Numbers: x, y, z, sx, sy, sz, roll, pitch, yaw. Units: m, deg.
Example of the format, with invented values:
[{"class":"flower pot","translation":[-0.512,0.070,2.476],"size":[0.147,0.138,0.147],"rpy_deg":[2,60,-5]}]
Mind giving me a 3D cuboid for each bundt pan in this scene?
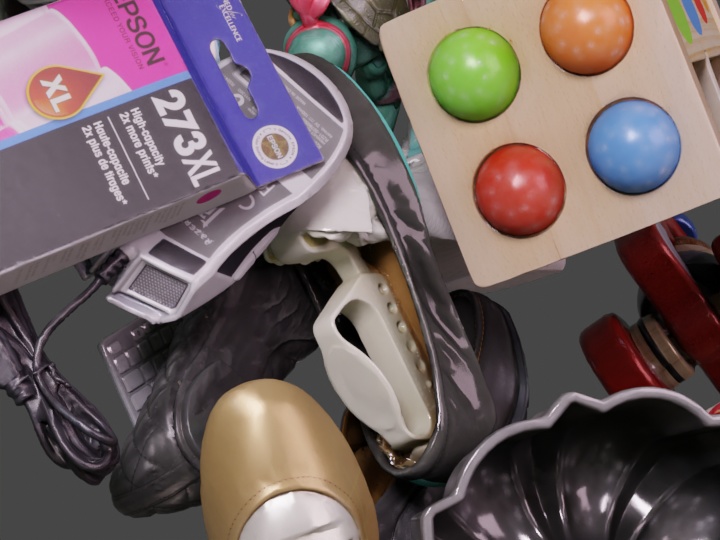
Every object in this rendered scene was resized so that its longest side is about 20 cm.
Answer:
[{"class":"bundt pan","translation":[0.100,0.148,0.992],"size":[0.202,0.076,0.202],"rpy_deg":[0,88,-15]}]

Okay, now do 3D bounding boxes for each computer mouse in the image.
[{"class":"computer mouse","translation":[-0.080,-0.012,0.957],"size":[0.110,0.044,0.200],"rpy_deg":[42,62,9]}]

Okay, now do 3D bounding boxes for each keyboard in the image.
[{"class":"keyboard","translation":[-0.050,0.023,1.069],"size":[0.200,0.011,0.056],"rpy_deg":[-34,97,-54]}]

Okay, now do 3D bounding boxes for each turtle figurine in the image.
[{"class":"turtle figurine","translation":[-0.016,-0.117,1.130],"size":[0.150,0.101,0.200],"rpy_deg":[59,28,-15]}]

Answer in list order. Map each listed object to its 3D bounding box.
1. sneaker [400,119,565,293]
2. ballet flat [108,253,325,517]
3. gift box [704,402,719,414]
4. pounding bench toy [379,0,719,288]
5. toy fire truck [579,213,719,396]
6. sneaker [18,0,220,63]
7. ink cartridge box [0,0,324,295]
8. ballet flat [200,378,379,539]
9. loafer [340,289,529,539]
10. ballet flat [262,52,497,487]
[{"class":"sneaker","translation":[0.035,-0.037,1.152],"size":[0.200,0.075,0.089],"rpy_deg":[7,69,-66]},{"class":"ballet flat","translation":[-0.059,0.031,1.016],"size":[0.066,0.057,0.200],"rpy_deg":[53,32,-16]},{"class":"gift box","translation":[0.175,0.157,1.128],"size":[0.200,0.184,0.187],"rpy_deg":[4,68,-58]},{"class":"pounding bench toy","translation":[0.086,-0.112,1.078],"size":[0.200,0.124,0.156],"rpy_deg":[68,19,0]},{"class":"toy fire truck","translation":[0.200,0.039,1.318],"size":[0.200,0.112,0.168],"rpy_deg":[50,12,-18]},{"class":"sneaker","translation":[-0.135,-0.141,1.016],"size":[0.081,0.076,0.200],"rpy_deg":[-30,88,-46]},{"class":"ink cartridge box","translation":[-0.116,-0.053,0.919],"size":[0.200,0.037,0.095],"rpy_deg":[-23,79,-25]},{"class":"ballet flat","translation":[-0.016,0.139,0.933],"size":[0.063,0.069,0.200],"rpy_deg":[-128,-157,-65]},{"class":"loafer","translation":[0.026,0.078,1.083],"size":[0.072,0.073,0.200],"rpy_deg":[40,41,-24]},{"class":"ballet flat","translation":[0.000,0.000,1.013],"size":[0.068,0.068,0.200],"rpy_deg":[-19,82,-54]}]
